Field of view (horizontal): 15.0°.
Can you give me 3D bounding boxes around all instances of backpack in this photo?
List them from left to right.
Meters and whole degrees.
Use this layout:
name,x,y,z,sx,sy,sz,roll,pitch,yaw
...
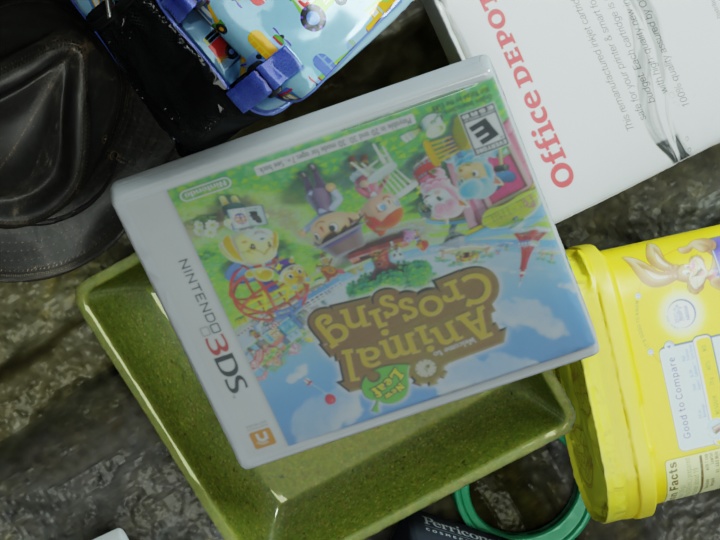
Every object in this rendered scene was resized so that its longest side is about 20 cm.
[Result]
name,x,y,z,sx,sy,sz,roll,pitch,yaw
backpack,-0.069,-0.186,1.340,0.183,0.135,0.200,-42,99,-25

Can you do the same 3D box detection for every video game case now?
name,x,y,z,sx,sy,sz,roll,pitch,yaw
video game case,0.000,0.000,1.374,0.200,0.022,0.182,-19,123,8

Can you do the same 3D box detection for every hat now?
name,x,y,z,sx,sy,sz,roll,pitch,yaw
hat,-0.174,-0.083,1.389,0.200,0.081,0.201,-2,103,-8

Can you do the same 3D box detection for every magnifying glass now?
name,x,y,z,sx,sy,sz,roll,pitch,yaw
magnifying glass,0.060,0.073,1.501,0.080,0.022,0.200,-34,109,0

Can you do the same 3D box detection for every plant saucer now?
name,x,y,z,sx,sy,sz,roll,pitch,yaw
plant saucer,-0.017,0.039,1.450,0.199,0.048,0.200,-28,105,9

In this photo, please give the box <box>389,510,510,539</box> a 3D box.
name,x,y,z,sx,sy,sz,roll,pitch,yaw
box,0.081,0.236,1.443,0.148,0.200,0.107,18,111,-14

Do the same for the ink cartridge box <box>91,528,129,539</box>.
name,x,y,z,sx,sy,sz,roll,pitch,yaw
ink cartridge box,-0.184,0.251,1.458,0.200,0.085,0.145,-25,120,-1

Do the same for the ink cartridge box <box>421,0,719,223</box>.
name,x,y,z,sx,sy,sz,roll,pitch,yaw
ink cartridge box,0.145,-0.134,1.427,0.200,0.084,0.145,-26,106,-3

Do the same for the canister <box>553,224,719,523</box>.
name,x,y,z,sx,sy,sz,roll,pitch,yaw
canister,0.208,0.043,1.474,0.200,0.087,0.149,-12,91,-8
